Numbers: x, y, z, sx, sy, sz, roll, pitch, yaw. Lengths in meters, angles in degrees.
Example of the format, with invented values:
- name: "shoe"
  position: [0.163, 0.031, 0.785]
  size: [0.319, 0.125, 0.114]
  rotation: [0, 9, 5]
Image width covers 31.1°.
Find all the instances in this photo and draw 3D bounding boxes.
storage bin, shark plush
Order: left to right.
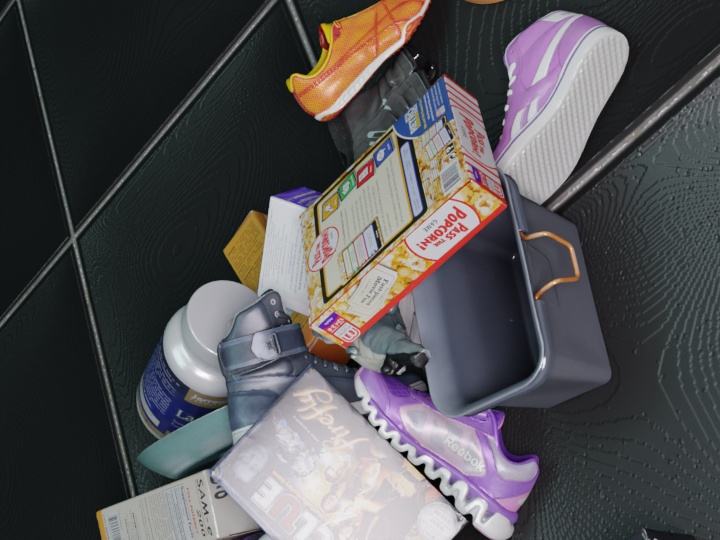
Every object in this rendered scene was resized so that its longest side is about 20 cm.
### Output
- name: "shark plush"
  position: [0.012, 0.043, 1.136]
  size: [0.200, 0.090, 0.084]
  rotation: [-107, 32, -78]
- name: "storage bin"
  position: [0.142, 0.023, 1.125]
  size: [0.145, 0.134, 0.202]
  rotation: [-30, 60, 38]

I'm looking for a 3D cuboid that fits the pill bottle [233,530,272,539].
- name: "pill bottle"
  position: [-0.078, 0.308, 1.262]
  size: [0.200, 0.111, 0.114]
  rotation: [146, 126, -60]

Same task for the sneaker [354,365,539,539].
- name: "sneaker"
  position: [0.083, 0.144, 1.164]
  size: [0.200, 0.080, 0.089]
  rotation: [42, 100, 6]

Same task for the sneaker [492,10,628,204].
- name: "sneaker"
  position: [0.159, -0.148, 1.208]
  size: [0.201, 0.072, 0.114]
  rotation: [-56, 41, 6]

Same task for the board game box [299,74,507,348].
- name: "board game box"
  position: [0.029, -0.052, 1.124]
  size: [0.200, 0.046, 0.152]
  rotation: [-42, 34, 27]

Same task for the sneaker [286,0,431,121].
- name: "sneaker"
  position: [0.004, -0.246, 1.345]
  size: [0.200, 0.077, 0.073]
  rotation: [-47, 10, -12]

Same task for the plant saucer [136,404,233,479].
- name: "plant saucer"
  position: [-0.134, 0.171, 1.346]
  size: [0.199, 0.199, 0.036]
  rotation: [-33, 77, 37]

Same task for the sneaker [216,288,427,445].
- name: "sneaker"
  position: [-0.040, 0.083, 1.249]
  size: [0.077, 0.200, 0.148]
  rotation: [135, 122, -65]

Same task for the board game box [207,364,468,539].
- name: "board game box"
  position: [-0.020, 0.204, 1.163]
  size: [0.200, 0.035, 0.136]
  rotation: [44, 82, 5]

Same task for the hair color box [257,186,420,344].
- name: "hair color box"
  position: [0.000, 0.000, 1.271]
  size: [0.199, 0.065, 0.110]
  rotation: [21, 113, 28]

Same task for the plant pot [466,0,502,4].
- name: "plant pot"
  position: [0.100, -0.382, 1.275]
  size: [0.199, 0.139, 0.202]
  rotation: [-16, 67, 44]

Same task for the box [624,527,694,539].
- name: "box"
  position: [0.198, 0.317, 1.028]
  size: [0.200, 0.078, 0.142]
  rotation: [-42, 49, 31]

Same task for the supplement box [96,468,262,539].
- name: "supplement box"
  position: [-0.175, 0.263, 1.397]
  size: [0.199, 0.125, 0.074]
  rotation: [-25, 74, 39]

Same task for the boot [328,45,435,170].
- name: "boot"
  position: [0.045, -0.129, 1.322]
  size: [0.131, 0.069, 0.201]
  rotation: [-40, 57, 26]

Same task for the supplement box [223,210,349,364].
- name: "supplement box"
  position: [-0.074, 0.022, 1.406]
  size: [0.069, 0.066, 0.200]
  rotation: [-56, 47, 20]

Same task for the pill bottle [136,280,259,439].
- name: "pill bottle"
  position: [-0.168, 0.102, 1.406]
  size: [0.200, 0.115, 0.117]
  rotation: [123, 139, -51]
